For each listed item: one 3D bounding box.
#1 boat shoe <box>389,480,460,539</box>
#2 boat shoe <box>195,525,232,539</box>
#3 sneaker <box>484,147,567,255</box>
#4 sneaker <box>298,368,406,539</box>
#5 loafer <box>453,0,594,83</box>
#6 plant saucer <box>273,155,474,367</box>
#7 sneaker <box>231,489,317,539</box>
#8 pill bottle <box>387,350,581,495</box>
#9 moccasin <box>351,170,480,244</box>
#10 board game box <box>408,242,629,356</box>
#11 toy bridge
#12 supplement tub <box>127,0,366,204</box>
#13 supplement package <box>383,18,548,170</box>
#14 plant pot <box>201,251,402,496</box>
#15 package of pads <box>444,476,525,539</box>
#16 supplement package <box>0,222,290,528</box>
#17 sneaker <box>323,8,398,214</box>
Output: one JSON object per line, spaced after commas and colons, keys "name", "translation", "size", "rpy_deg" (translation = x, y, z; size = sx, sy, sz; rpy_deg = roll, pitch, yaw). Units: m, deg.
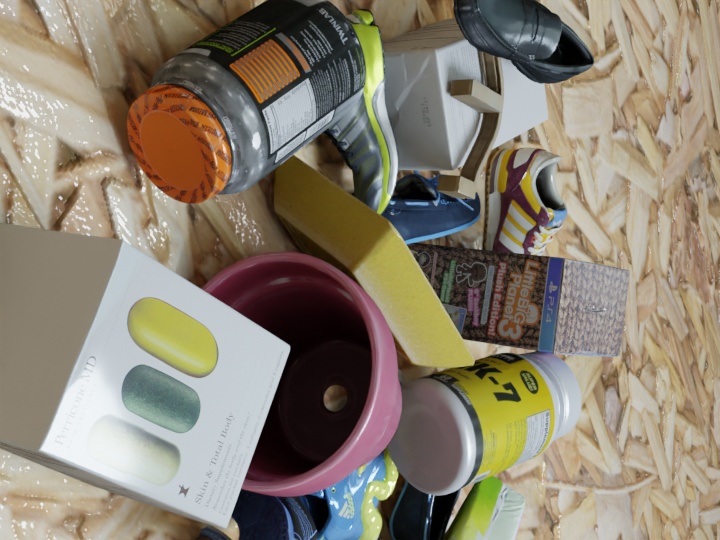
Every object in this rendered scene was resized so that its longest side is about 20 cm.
{"name": "boat shoe", "translation": [0.102, 0.217, 1.302], "size": [0.084, 0.068, 0.202], "rpy_deg": [14, 94, -41]}
{"name": "boat shoe", "translation": [-0.121, 0.329, 1.075], "size": [0.072, 0.072, 0.202], "rpy_deg": [-29, 113, -35]}
{"name": "sneaker", "translation": [0.203, -0.046, 1.432], "size": [0.075, 0.089, 0.203], "rpy_deg": [-20, 111, -50]}
{"name": "sneaker", "translation": [-0.008, 0.189, 1.199], "size": [0.105, 0.075, 0.203], "rpy_deg": [11, 88, -52]}
{"name": "loafer", "translation": [0.155, -0.229, 1.119], "size": [0.200, 0.070, 0.069], "rpy_deg": [19, 76, -52]}
{"name": "plant saucer", "translation": [0.000, 0.000, 1.108], "size": [0.048, 0.200, 0.201], "rpy_deg": [-41, 131, -9]}
{"name": "sneaker", "translation": [-0.068, 0.237, 1.033], "size": [0.078, 0.200, 0.070], "rpy_deg": [42, 96, -22]}
{"name": "pill bottle", "translation": [0.129, 0.147, 1.206], "size": [0.199, 0.113, 0.116], "rpy_deg": [-12, 105, -44]}
{"name": "moccasin", "translation": [0.064, -0.070, 1.254], "size": [0.199, 0.080, 0.069], "rpy_deg": [-19, 106, -51]}
{"name": "board game box", "translation": [0.169, 0.032, 1.308], "size": [0.159, 0.198, 0.098], "rpy_deg": [7, 90, -53]}
{"name": "toy bridge", "translation": [0.113, -0.168, 1.147], "size": [0.067, 0.027, 0.203], "rpy_deg": [16, 80, -52]}
{"name": "supplement tub", "translation": [-0.094, -0.144, 0.996], "size": [0.200, 0.121, 0.124], "rpy_deg": [-42, 127, -41]}
{"name": "supplement package", "translation": [0.094, -0.189, 1.240], "size": [0.199, 0.119, 0.123], "rpy_deg": [-29, 116, -47]}
{"name": "plant pot", "translation": [-0.047, 0.104, 1.056], "size": [0.179, 0.198, 0.203], "rpy_deg": [40, 63, -65]}
{"name": "package of pads", "translation": [0.107, 0.340, 1.296], "size": [0.156, 0.068, 0.200], "rpy_deg": [-65, 173, 31]}
{"name": "supplement package", "translation": [-0.185, 0.080, 0.884], "size": [0.200, 0.149, 0.153], "rpy_deg": [38, 66, -48]}
{"name": "sneaker", "translation": [-0.016, -0.144, 1.143], "size": [0.080, 0.074, 0.203], "rpy_deg": [-12, 100, -16]}
